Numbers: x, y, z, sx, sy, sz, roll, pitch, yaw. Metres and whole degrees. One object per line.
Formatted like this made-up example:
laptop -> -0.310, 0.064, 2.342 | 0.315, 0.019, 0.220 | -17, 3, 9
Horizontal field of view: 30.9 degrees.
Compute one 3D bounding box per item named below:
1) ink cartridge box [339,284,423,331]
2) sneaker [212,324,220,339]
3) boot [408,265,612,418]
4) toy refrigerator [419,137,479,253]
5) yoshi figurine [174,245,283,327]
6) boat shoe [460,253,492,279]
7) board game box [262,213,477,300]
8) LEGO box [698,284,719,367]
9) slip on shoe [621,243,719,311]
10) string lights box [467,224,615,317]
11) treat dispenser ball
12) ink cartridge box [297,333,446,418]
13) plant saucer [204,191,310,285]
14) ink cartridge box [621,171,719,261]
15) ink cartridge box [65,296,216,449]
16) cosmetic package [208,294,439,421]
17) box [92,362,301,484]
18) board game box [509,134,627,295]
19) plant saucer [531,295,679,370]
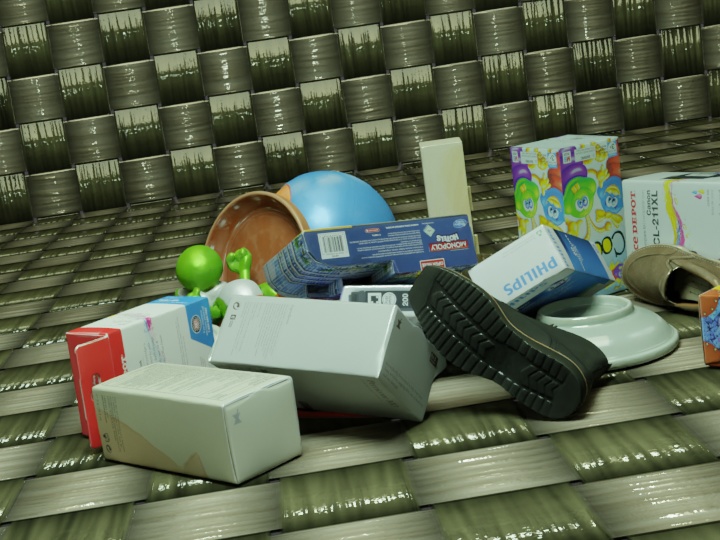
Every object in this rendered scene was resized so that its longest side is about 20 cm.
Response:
ink cartridge box -> 0.036, 0.050, 1.462 | 0.198, 0.044, 0.198 | -2, -10, 5
sneaker -> -0.187, 0.094, 1.570 | 0.080, 0.076, 0.200 | -3, 8, -26
boot -> 0.151, 0.063, 1.298 | 0.200, 0.078, 0.138 | 42, 24, 15
toy refrigerator -> 0.134, -0.092, 1.936 | 0.069, 0.202, 0.076 | -7, 10, 2
yoshi figurine -> -0.169, 0.019, 1.626 | 0.199, 0.113, 0.112 | 7, -13, 44
boat shoe -> 0.158, 0.028, 1.589 | 0.067, 0.073, 0.200 | -26, -20, 29
board game box -> 0.000, 0.000, 1.480 | 0.198, 0.062, 0.200 | -7, -13, -22
LEGO box -> 0.461, 0.040, 1.324 | 0.148, 0.078, 0.199 | 3, 15, 44
slip on shoe -> 0.377, 0.014, 1.550 | 0.060, 0.077, 0.200 | -7, 16, -33
string lights box -> 0.211, 0.008, 1.487 | 0.102, 0.059, 0.200 | -33, -18, 20
treat dispenser ball -> -0.046, -0.033, 1.758 | 0.199, 0.203, 0.201 | -8, 11, 1
ink cartridge box -> -0.027, 0.113, 1.410 | 0.198, 0.044, 0.173 | -4, 10, 23
plant saucer -> -0.128, 0.000, 1.674 | 0.199, 0.202, 0.032 | 2, -2, 43
ink cartridge box -> 0.423, -0.043, 1.602 | 0.082, 0.147, 0.199 | -12, 10, -33
ink cartridge box -> -0.245, 0.107, 1.404 | 0.067, 0.117, 0.199 | 1, 13, 36
cosmetic package -> -0.034, 0.086, 1.296 | 0.199, 0.082, 0.113 | 3, -26, 33
box -> -0.159, 0.143, 1.254 | 0.199, 0.078, 0.095 | 2, 15, 44
board game box -> 0.274, -0.069, 1.702 | 0.102, 0.202, 0.105 | -14, 13, -29
plant saucer -> 0.250, 0.064, 1.439 | 0.198, 0.051, 0.200 | -7, 10, 1
